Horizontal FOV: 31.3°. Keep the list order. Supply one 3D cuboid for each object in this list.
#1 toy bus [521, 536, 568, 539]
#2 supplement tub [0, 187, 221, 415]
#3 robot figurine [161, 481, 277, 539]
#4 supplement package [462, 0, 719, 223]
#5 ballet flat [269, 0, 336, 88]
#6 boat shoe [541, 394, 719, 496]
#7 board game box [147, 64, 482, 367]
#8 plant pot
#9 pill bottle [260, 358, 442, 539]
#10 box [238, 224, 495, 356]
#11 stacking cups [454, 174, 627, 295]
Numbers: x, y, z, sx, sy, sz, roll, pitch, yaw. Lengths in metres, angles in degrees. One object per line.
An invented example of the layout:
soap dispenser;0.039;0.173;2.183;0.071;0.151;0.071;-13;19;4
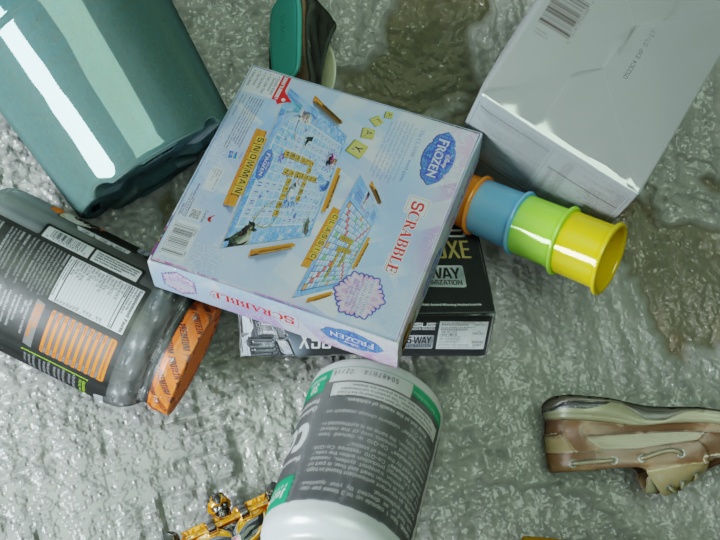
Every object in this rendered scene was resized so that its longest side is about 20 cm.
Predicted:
toy bus;0.182;0.259;1.011;0.198;0.065;0.079;4;58;11
supplement tub;-0.219;0.028;1.019;0.199;0.123;0.123;26;75;0
robot figurine;-0.073;0.266;1.006;0.144;0.058;0.201;-24;79;-14
supplement package;0.185;-0.143;1.064;0.147;0.200;0.192;33;74;4
ballet flat;-0.050;-0.146;1.106;0.068;0.068;0.202;27;63;-39
boat shoe;0.247;0.149;1.067;0.198;0.076;0.075;6;80;4
board game box;-0.030;-0.047;0.985;0.198;0.041;0.201;18;61;11
plant pot;-0.215;-0.162;1.042;0.199;0.200;0.197;-32;89;-13
pill bottle;-0.010;0.176;0.972;0.112;0.113;0.201;19;48;-1
box;0.000;0.000;1.046;0.198;0.050;0.158;1;40;-5
stacking cups;0.110;-0.045;1.027;0.199;0.061;0.061;24;73;23
